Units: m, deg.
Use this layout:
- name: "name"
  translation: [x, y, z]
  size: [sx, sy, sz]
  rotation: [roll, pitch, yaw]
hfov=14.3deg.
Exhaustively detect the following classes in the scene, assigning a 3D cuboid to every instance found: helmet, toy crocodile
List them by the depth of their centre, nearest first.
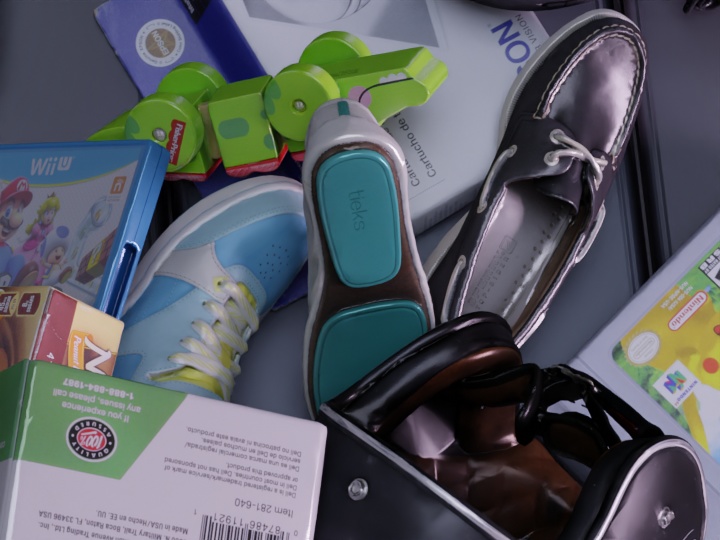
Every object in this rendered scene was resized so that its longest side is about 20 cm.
- name: "helmet"
  translation: [0.050, 0.132, 1.358]
  size: [0.190, 0.200, 0.200]
  rotation: [-34, 78, -27]
- name: "toy crocodile"
  translation: [-0.051, -0.075, 1.449]
  size: [0.199, 0.068, 0.062]
  rotation: [-11, 108, 18]

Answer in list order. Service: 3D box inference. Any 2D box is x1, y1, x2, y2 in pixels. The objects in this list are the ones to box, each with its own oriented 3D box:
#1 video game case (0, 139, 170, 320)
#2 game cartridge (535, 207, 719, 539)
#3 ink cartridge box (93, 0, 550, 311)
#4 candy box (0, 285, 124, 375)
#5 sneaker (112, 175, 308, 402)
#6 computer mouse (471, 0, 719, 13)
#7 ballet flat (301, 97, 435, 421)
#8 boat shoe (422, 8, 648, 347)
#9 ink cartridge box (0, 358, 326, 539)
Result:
- name: "video game case"
  translation: [-0.174, 0.031, 1.424]
  size: [0.018, 0.143, 0.201]
  rotation: [30, 69, -41]
- name: "game cartridge"
  translation: [0.194, 0.052, 1.475]
  size: [0.133, 0.040, 0.200]
  rotation: [44, 77, 5]
- name: "ink cartridge box"
  translation: [-0.010, -0.111, 1.506]
  size: [0.199, 0.041, 0.200]
  rotation: [-30, 78, -10]
- name: "candy box"
  translation: [-0.210, 0.071, 1.380]
  size: [0.199, 0.055, 0.116]
  rotation: [-1, 68, 42]
- name: "sneaker"
  translation: [-0.075, 0.050, 1.411]
  size: [0.200, 0.080, 0.131]
  rotation: [-45, 40, -4]
- name: "computer mouse"
  translation: [0.125, -0.160, 1.449]
  size: [0.199, 0.140, 0.046]
  rotation: [8, 74, -21]
- name: "ballet flat"
  translation: [0.000, 0.000, 1.426]
  size: [0.069, 0.201, 0.070]
  rotation: [-2, 38, 2]
- name: "boat shoe"
  translation: [0.092, -0.039, 1.454]
  size: [0.074, 0.060, 0.201]
  rotation: [34, 89, -20]
- name: "ink cartridge box"
  translation: [-0.106, 0.154, 1.254]
  size: [0.144, 0.084, 0.201]
  rotation: [14, 74, -22]
